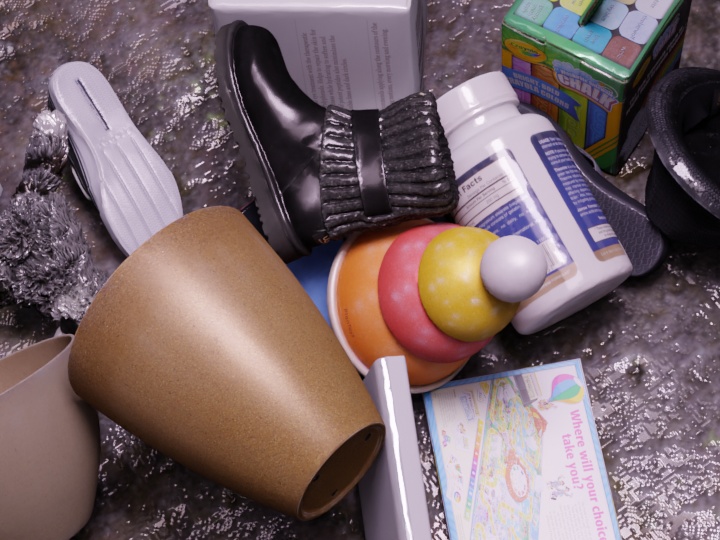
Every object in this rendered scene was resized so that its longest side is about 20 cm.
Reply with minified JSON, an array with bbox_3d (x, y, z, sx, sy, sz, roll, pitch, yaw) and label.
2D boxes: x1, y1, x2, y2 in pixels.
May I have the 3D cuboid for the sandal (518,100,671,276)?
[{"bbox_3d":[0.185,-0.068,1.459,0.200,0.076,0.043,45,31,19],"label":"sandal"}]

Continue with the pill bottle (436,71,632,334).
[{"bbox_3d":[0.131,-0.058,1.401,0.110,0.111,0.201,-27,79,-9],"label":"pill bottle"}]

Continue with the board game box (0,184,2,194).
[{"bbox_3d":[-0.374,-0.025,1.427,0.047,0.151,0.201,12,65,10],"label":"board game box"}]

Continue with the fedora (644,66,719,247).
[{"bbox_3d":[0.298,-0.076,1.409,0.199,0.092,0.201,19,44,-20],"label":"fedora"}]

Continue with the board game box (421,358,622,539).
[{"bbox_3d":[0.131,0.178,1.349,0.133,0.034,0.201,-10,63,0],"label":"board game box"}]

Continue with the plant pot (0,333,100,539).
[{"bbox_3d":[-0.283,0.157,1.326,0.199,0.200,0.135,-28,100,-9],"label":"plant pot"}]

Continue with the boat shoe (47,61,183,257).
[{"bbox_3d":[-0.215,-0.088,1.494,0.072,0.071,0.201,-23,83,-21],"label":"boat shoe"}]

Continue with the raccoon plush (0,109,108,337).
[{"bbox_3d":[-0.235,-0.025,1.421,0.133,0.097,0.201,13,97,7],"label":"raccoon plush"}]

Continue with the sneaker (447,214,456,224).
[{"bbox_3d":[-0.019,-0.071,1.470,0.199,0.074,0.116,-10,61,-11],"label":"sneaker"}]

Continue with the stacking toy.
[{"bbox_3d":[0.078,0.015,1.298,0.145,0.200,0.147,5,80,-30],"label":"stacking toy"}]

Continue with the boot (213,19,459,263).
[{"bbox_3d":[-0.017,-0.121,1.335,0.157,0.079,0.212,-21,79,15],"label":"boot"}]

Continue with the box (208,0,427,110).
[{"bbox_3d":[-0.030,-0.248,1.483,0.170,0.199,0.201,0,62,5],"label":"box"}]

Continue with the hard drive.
[{"bbox_3d":[0.025,0.181,1.289,0.026,0.132,0.201,-3,69,-12],"label":"hard drive"}]

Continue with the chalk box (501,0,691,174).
[{"bbox_3d":[0.199,-0.201,1.440,0.123,0.200,0.125,29,68,18],"label":"chalk box"}]

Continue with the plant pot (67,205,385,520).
[{"bbox_3d":[-0.081,0.085,1.258,0.200,0.187,0.186,39,73,21],"label":"plant pot"}]

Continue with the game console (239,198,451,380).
[{"bbox_3d":[0.000,0.000,1.400,0.176,0.031,0.201,-37,96,-10],"label":"game console"}]
